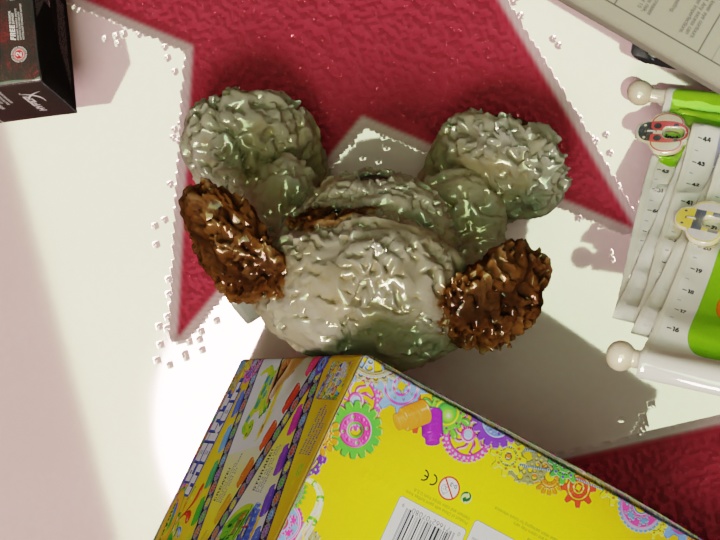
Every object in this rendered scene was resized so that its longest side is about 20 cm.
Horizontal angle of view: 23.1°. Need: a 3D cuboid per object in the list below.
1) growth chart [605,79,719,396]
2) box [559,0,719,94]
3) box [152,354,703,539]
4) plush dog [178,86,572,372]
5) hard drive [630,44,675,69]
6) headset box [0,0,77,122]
[{"bbox_3d":[0.187,-0.014,0.820,0.144,0.201,0.018,4,139,12],"label":"growth chart"},{"bbox_3d":[0.162,-0.136,0.811,0.200,0.078,0.095,35,100,17],"label":"box"},{"bbox_3d":[0.028,0.137,0.823,0.199,0.193,0.122,29,78,-15],"label":"box"},{"bbox_3d":[0.000,0.000,0.848,0.199,0.172,0.161,6,99,2],"label":"plush dog"},{"bbox_3d":[0.241,-0.149,0.844,0.199,0.038,0.141,14,93,19],"label":"hard drive"},{"bbox_3d":[-0.251,-0.144,0.875,0.199,0.077,0.150,-6,82,3],"label":"headset box"}]
